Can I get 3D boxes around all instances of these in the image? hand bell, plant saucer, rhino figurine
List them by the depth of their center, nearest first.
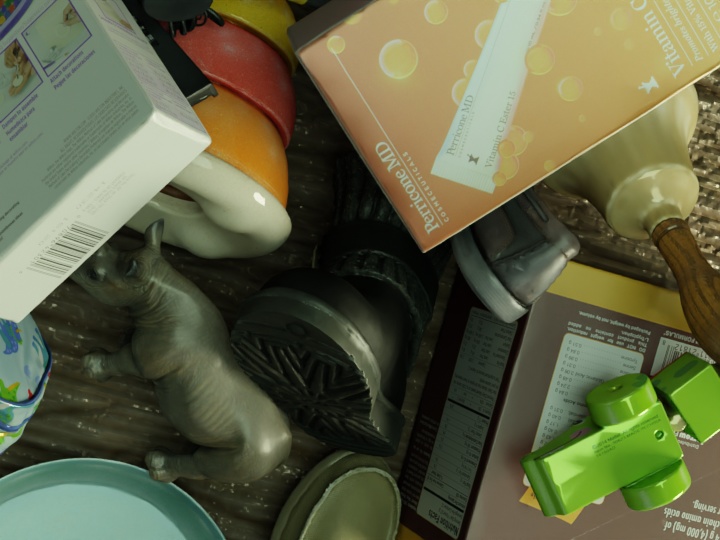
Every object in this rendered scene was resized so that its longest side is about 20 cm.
[{"bbox_3d":[0.173,-0.013,1.127,0.104,0.200,0.104,-12,137,-11],"label":"hand bell"},{"bbox_3d":[-0.106,0.043,1.151,0.200,0.087,0.060,60,39,-25],"label":"rhino figurine"},{"bbox_3d":[-0.167,0.206,1.201,0.200,0.027,0.201,-1,95,-16],"label":"plant saucer"}]

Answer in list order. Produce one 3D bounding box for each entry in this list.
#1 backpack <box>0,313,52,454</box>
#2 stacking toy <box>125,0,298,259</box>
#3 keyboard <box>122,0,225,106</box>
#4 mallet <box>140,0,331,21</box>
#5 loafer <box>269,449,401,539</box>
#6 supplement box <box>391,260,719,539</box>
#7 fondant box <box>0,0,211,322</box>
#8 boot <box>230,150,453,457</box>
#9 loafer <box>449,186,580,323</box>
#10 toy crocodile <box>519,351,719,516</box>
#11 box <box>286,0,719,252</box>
[{"bbox_3d":[-0.255,0.021,1.091,0.153,0.163,0.200,-14,105,2],"label":"backpack"},{"bbox_3d":[-0.079,-0.119,1.156,0.146,0.146,0.200,26,73,-17],"label":"stacking toy"},{"bbox_3d":[-0.151,-0.155,1.101,0.104,0.040,0.200,-30,61,-22],"label":"keyboard"},{"bbox_3d":[-0.036,-0.143,1.106,0.200,0.041,0.066,18,54,-33],"label":"mallet"},{"bbox_3d":[-0.023,0.200,1.206,0.076,0.067,0.200,29,80,-35],"label":"loafer"},{"bbox_3d":[0.145,0.105,1.226,0.197,0.133,0.201,16,91,-17],"label":"supplement box"},{"bbox_3d":[-0.184,-0.097,1.048,0.144,0.058,0.200,-41,64,15],"label":"fondant box"},{"bbox_3d":[-0.002,0.000,1.133,0.079,0.211,0.158,14,73,13],"label":"boot"},{"bbox_3d":[0.081,-0.050,1.161,0.063,0.200,0.072,-35,124,18],"label":"loafer"},{"bbox_3d":[0.179,0.072,1.137,0.200,0.062,0.068,-31,103,-7],"label":"toy crocodile"},{"bbox_3d":[0.079,-0.120,1.059,0.200,0.097,0.125,-33,103,4],"label":"box"}]
